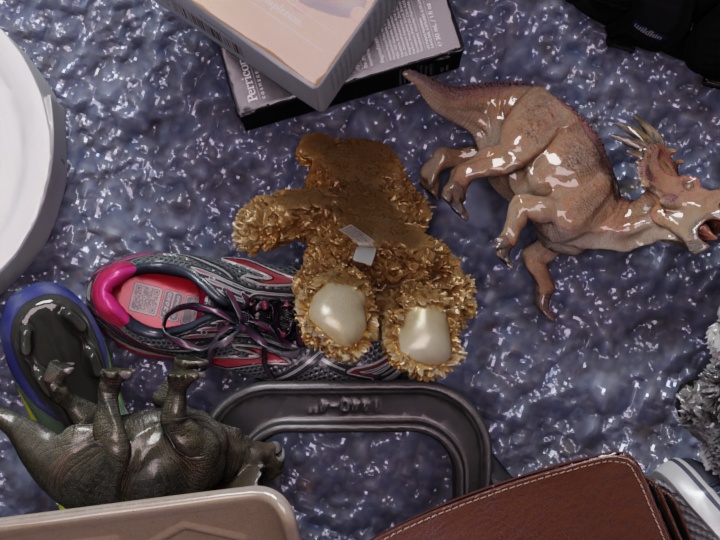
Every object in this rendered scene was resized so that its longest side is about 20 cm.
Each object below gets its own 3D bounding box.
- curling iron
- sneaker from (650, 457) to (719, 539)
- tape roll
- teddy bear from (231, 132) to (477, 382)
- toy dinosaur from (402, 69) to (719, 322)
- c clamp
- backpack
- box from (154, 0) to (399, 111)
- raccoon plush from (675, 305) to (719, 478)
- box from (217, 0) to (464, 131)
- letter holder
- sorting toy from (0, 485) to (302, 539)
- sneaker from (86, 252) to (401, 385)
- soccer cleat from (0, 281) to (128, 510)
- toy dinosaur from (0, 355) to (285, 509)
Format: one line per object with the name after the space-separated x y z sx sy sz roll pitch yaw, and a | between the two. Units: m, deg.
0.096 0.132 1.700 0.200 0.026 0.050 46 111 6 | curling iron
0.256 0.178 1.669 0.079 0.078 0.200 -36 77 -15 | sneaker
-0.276 -0.067 1.708 0.201 0.071 0.204 0 85 2 | tape roll
0.000 0.000 1.643 0.144 0.200 0.067 -2 126 -26 | teddy bear
0.118 -0.063 1.687 0.136 0.086 0.200 -44 85 -2 | toy dinosaur
-0.017 0.145 1.697 0.199 0.027 0.172 -6 99 4 | c clamp
0.210 -0.194 1.636 0.162 0.200 0.154 24 87 4 | backpack
-0.029 -0.218 1.617 0.152 0.106 0.201 33 87 3 | box
0.257 0.087 1.591 0.097 0.134 0.200 -32 74 -16 | raccoon plush
-0.033 -0.201 1.706 0.140 0.079 0.201 -16 86 -3 | box
0.087 0.179 1.630 0.199 0.101 0.143 -23 101 11 | letter holder
-0.121 0.187 1.641 0.199 0.186 0.037 -4 47 8 | sorting toy
-0.064 0.033 1.691 0.199 0.075 0.081 5 85 1 | sneaker
-0.162 0.099 1.697 0.064 0.084 0.201 -19 106 -10 | soccer cleat
-0.130 0.103 1.620 0.199 0.077 0.103 -2 99 -14 | toy dinosaur
